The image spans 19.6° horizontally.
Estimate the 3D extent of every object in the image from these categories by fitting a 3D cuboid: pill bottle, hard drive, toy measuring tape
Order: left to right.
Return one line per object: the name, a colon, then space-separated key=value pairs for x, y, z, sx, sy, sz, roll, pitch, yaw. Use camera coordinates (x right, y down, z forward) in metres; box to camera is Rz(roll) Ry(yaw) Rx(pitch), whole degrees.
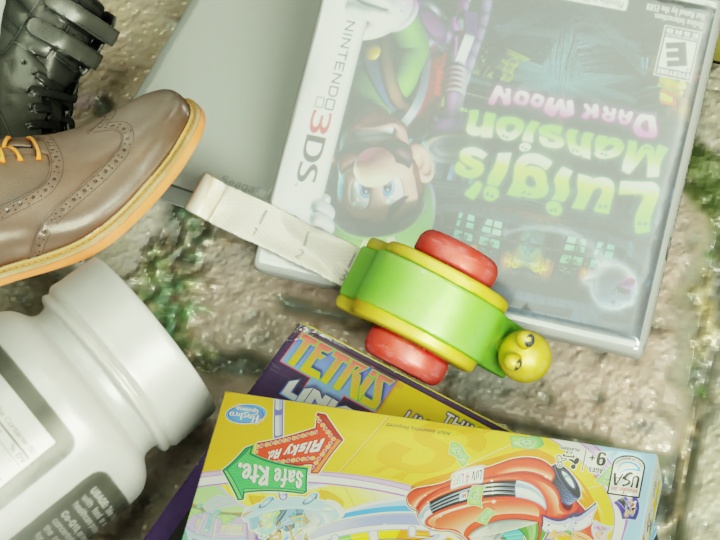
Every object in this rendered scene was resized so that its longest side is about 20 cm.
pill bottle: x=-0.175 y=0.092 z=0.988 sx=0.200 sy=0.114 sz=0.114 roll=-39 pitch=61 yaw=-11
hard drive: x=-0.038 y=-0.116 z=1.125 sx=0.132 sy=0.026 sz=0.200 roll=19 pitch=66 yaw=21
toy measuring tape: x=0.000 y=0.000 z=0.989 sx=0.200 sy=0.074 sz=0.074 roll=27 pitch=70 yaw=13

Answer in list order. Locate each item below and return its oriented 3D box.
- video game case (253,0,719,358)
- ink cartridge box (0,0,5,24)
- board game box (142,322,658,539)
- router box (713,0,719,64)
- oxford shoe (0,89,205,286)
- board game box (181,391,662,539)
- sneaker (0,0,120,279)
video game case: x=0.063 y=-0.066 z=1.036 sx=0.200 sy=0.023 sz=0.182 roll=13 pitch=83 yaw=12
ink cartridge box: x=-0.291 y=-0.139 z=1.120 sx=0.200 sy=0.083 sz=0.146 roll=-18 pitch=55 yaw=30
board game box: x=0.010 y=0.139 z=0.956 sx=0.200 sy=0.057 sz=0.165 roll=27 pitch=68 yaw=25
router box: x=0.174 y=-0.177 z=1.011 sx=0.157 sy=0.200 sz=0.052 roll=16 pitch=65 yaw=19
oxford shoe: x=-0.166 y=-0.038 z=1.003 sx=0.200 sy=0.073 sz=0.071 roll=-34 pitch=31 yaw=-11
board game box: x=0.020 y=0.132 z=0.904 sx=0.200 sy=0.034 sz=0.135 roll=7 pitch=63 yaw=16
sneaker: x=-0.168 y=-0.092 z=1.100 sx=0.099 sy=0.071 sz=0.200 roll=-38 pitch=54 yaw=16
